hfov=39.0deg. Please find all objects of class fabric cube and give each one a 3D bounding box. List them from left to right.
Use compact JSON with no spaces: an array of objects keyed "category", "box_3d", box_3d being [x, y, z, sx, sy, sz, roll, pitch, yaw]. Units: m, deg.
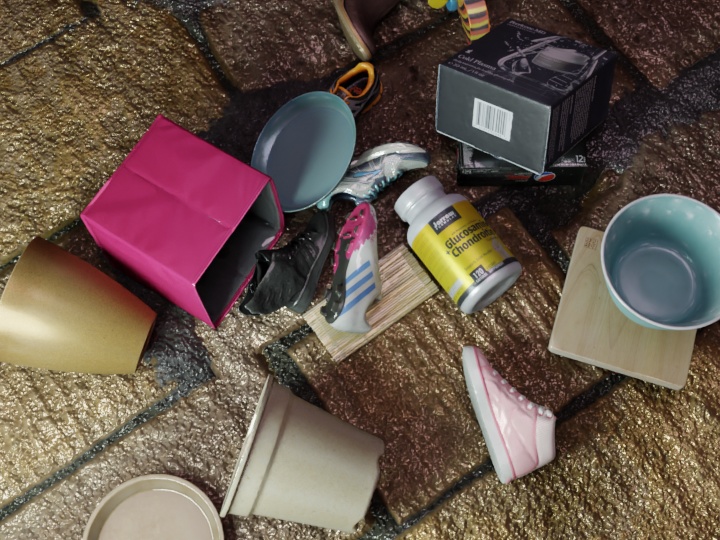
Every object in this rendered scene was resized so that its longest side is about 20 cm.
[{"category":"fabric cube","box_3d":[-0.253,-0.069,1.495,0.199,0.196,0.201,30,73,13]}]

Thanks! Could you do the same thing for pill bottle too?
[{"category":"pill bottle","box_3d":[0.141,-0.043,1.527,0.112,0.112,0.200,-34,73,-12]}]

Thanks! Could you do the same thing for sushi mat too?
[{"category":"sushi mat","box_3d":[0.017,0.048,1.546,0.200,0.012,0.096,-36,72,-12]}]

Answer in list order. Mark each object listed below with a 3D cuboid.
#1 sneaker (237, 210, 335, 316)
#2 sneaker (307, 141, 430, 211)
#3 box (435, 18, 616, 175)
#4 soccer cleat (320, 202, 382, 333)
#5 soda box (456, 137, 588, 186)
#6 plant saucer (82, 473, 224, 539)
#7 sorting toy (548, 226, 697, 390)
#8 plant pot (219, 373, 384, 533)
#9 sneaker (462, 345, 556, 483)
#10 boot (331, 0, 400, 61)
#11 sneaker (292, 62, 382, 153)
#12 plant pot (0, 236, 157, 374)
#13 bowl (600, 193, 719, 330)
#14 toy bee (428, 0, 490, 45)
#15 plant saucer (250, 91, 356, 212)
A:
[{"category":"sneaker","box_3d":[-0.110,-0.014,1.523,0.104,0.060,0.201,26,70,-30]},{"category":"sneaker","box_3d":[0.016,-0.141,1.593,0.199,0.078,0.087,-13,75,5]},{"category":"box","box_3d":[0.251,-0.271,1.552,0.199,0.124,0.196,27,46,29]},{"category":"soccer cleat","box_3d":[0.000,0.000,1.525,0.086,0.070,0.201,24,70,-27]},{"category":"soda box","box_3d":[0.252,-0.175,1.599,0.199,0.071,0.064,0,69,1]},{"category":"plant saucer","box_3d":[-0.286,0.385,1.409,0.199,0.029,0.201,0,70,0]},{"category":"sorting toy","box_3d":[0.394,0.062,1.509,0.198,0.070,0.201,17,70,6]},{"category":"plant pot","box_3d":[-0.072,0.265,1.381,0.182,0.201,0.201,19,70,-4]},{"category":"sneaker","box_3d":[0.217,0.194,1.456,0.104,0.075,0.201,-18,78,-2]},{"category":"boot","box_3d":[0.039,-0.456,1.701,0.165,0.072,0.201,-22,64,0]},{"category":"sneaker","box_3d":[-0.041,-0.259,1.630,0.078,0.077,0.200,35,75,11]},{"category":"plant pot","box_3d":[-0.403,0.073,1.463,0.199,0.186,0.187,21,70,-6]},{"category":"bowl","box_3d":[0.430,0.004,1.438,0.199,0.105,0.202,0,68,0]},{"category":"toy bee","box_3d":[0.167,-0.484,1.699,0.131,0.109,0.200,-35,73,-10]},{"category":"plant saucer","box_3d":[-0.084,-0.180,1.570,0.199,0.027,0.201,-14,64,31]}]
